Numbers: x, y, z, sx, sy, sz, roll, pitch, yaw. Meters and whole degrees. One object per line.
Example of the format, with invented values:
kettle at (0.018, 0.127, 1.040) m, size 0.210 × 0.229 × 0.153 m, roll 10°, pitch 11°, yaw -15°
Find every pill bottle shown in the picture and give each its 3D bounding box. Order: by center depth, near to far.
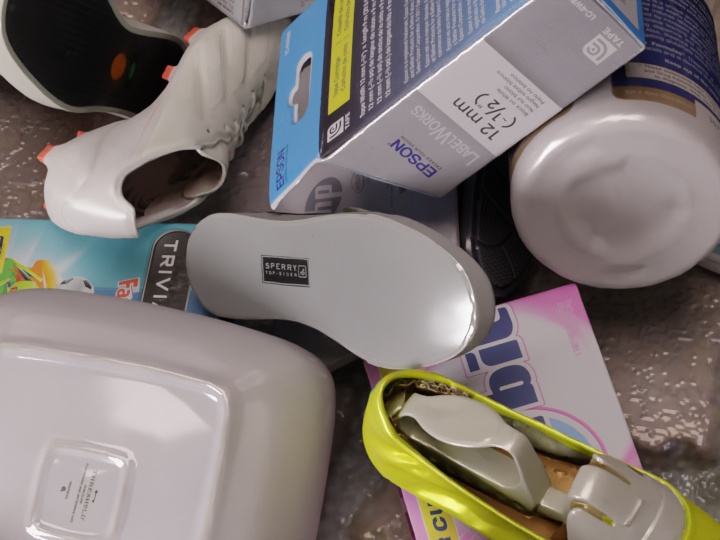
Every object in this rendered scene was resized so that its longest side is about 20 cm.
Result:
pill bottle at (0.129, -0.095, 1.166) m, size 0.110 × 0.112 × 0.201 m, roll -4°, pitch 41°, yaw 7°

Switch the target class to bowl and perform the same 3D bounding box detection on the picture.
bowl at (-0.124, 0.111, 1.090) m, size 0.198 × 0.075 × 0.202 m, roll 11°, pitch 84°, yaw 13°

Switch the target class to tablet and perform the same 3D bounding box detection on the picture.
tablet at (0.000, -0.043, 1.207) m, size 0.130 × 0.014 × 0.201 m, roll -28°, pitch 48°, yaw 35°

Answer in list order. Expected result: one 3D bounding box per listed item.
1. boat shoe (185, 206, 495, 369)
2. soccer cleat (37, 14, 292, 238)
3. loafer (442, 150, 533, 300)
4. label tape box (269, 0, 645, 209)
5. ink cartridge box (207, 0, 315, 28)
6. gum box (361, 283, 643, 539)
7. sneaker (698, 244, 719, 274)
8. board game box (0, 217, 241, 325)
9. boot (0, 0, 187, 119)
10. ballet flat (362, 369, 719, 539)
boat shoe at (0.000, 0.000, 1.110) m, size 0.063 × 0.071 × 0.199 m, roll -7°, pitch 14°, yaw -42°
soccer cleat at (-0.088, -0.075, 1.231) m, size 0.077 × 0.070 × 0.200 m, roll 21°, pitch 45°, yaw 31°
loafer at (0.061, -0.062, 1.227) m, size 0.063 × 0.072 × 0.201 m, roll -13°, pitch 47°, yaw 30°
label tape box at (0.045, -0.115, 1.130) m, size 0.200 × 0.066 × 0.144 m, roll -37°, pitch 31°, yaw 30°
ink cartridge box at (-0.051, -0.220, 1.336) m, size 0.173 × 0.044 × 0.200 m, roll -19°, pitch 41°, yaw -33°
gum box at (0.080, 0.117, 1.097) m, size 0.113 × 0.066 × 0.201 m, roll -16°, pitch 56°, yaw -2°
sneaker at (0.240, -0.051, 1.142) m, size 0.198 × 0.131 × 0.080 m, roll 8°, pitch 59°, yaw 16°
board game box at (-0.168, 0.047, 1.197) m, size 0.198 × 0.047 × 0.152 m, roll 1°, pitch 58°, yaw 11°
boot at (-0.197, -0.135, 1.239) m, size 0.143 × 0.200 × 0.073 m, roll 19°, pitch 88°, yaw 20°
ballet flat at (0.085, 0.100, 1.026) m, size 0.199 × 0.067 × 0.067 m, roll 26°, pitch 63°, yaw 21°
